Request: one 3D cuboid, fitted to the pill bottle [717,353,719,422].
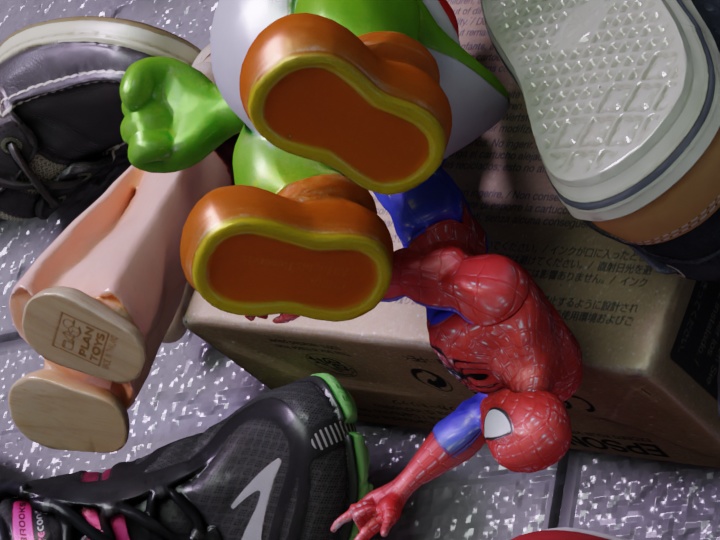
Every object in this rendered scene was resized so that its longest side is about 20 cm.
[{"bbox_3d":[0.173,0.074,0.579,0.112,0.112,0.200,-40,42,13],"label":"pill bottle"}]

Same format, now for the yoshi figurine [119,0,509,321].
[{"bbox_3d":[-0.030,-0.086,0.684,0.112,0.112,0.201,-19,39,13],"label":"yoshi figurine"}]

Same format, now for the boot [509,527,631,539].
[{"bbox_3d":[0.066,0.106,0.631,0.073,0.144,0.200,-54,39,0],"label":"boot"}]

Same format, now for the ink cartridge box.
[{"bbox_3d":[0.058,-0.032,0.787,0.199,0.075,0.166,5,65,45],"label":"ink cartridge box"}]

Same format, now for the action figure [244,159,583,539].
[{"bbox_3d":[0.000,0.000,0.713,0.099,0.065,0.200,-35,42,6],"label":"action figure"}]

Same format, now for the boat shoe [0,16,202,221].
[{"bbox_3d":[-0.137,-0.050,0.989,0.200,0.072,0.066,-11,61,45],"label":"boat shoe"}]

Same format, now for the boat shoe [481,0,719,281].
[{"bbox_3d":[0.080,-0.065,0.692,0.074,0.062,0.201,-38,28,21],"label":"boat shoe"}]

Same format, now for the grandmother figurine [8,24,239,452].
[{"bbox_3d":[-0.063,-0.031,0.869,0.122,0.060,0.200,-61,2,42],"label":"grandmother figurine"}]

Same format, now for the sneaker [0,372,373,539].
[{"bbox_3d":[-0.077,0.097,0.804,0.199,0.084,0.077,-33,66,27],"label":"sneaker"}]
